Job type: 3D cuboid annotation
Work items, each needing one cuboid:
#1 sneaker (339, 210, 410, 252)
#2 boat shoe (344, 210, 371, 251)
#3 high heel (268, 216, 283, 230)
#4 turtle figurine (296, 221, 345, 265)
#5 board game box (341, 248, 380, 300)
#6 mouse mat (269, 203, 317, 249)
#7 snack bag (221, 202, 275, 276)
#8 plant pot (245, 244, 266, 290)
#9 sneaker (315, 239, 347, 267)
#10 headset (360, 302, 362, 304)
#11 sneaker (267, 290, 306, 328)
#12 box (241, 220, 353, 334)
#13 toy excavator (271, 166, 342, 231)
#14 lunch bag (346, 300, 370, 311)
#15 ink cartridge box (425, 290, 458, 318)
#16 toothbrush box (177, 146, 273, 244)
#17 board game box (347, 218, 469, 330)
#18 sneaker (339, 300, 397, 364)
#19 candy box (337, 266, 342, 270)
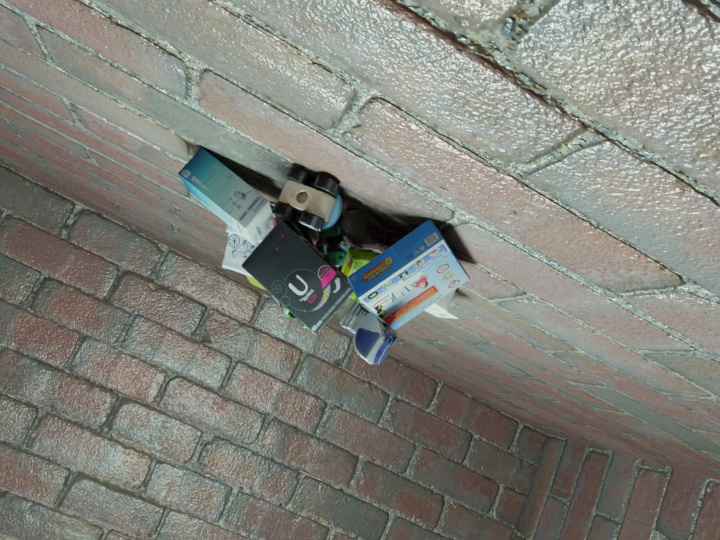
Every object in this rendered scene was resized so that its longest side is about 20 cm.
[{"bbox_3d":[0.061,-0.072,1.227,0.198,0.077,0.115,21,167,-39],"label":"sneaker"},{"bbox_3d":[-0.003,-0.068,1.348,0.073,0.066,0.200,21,167,19],"label":"boat shoe"},{"bbox_3d":[-0.171,-0.045,1.380,0.097,0.067,0.200,58,158,13],"label":"high heel"},{"bbox_3d":[-0.089,-0.078,1.403,0.151,0.100,0.200,63,168,-19],"label":"turtle figurine"},{"bbox_3d":[0.055,0.018,1.354,0.197,0.103,0.048,8,-153,-23],"label":"board game box"},{"bbox_3d":[-0.134,-0.068,1.348,0.200,0.008,0.162,37,163,52],"label":"mouse mat"},{"bbox_3d":[-0.271,-0.080,1.526,0.186,0.203,0.021,17,-175,29],"label":"snack bag"},{"bbox_3d":[-0.171,-0.006,1.564,0.199,0.189,0.187,27,173,40],"label":"plant pot"},{"bbox_3d":[-0.041,-0.020,1.559,0.198,0.090,0.079,25,169,25],"label":"sneaker"},{"bbox_3d":[0.032,0.068,1.473,0.197,0.095,0.124,8,152,29],"label":"headset"},{"bbox_3d":[-0.173,0.056,1.439,0.199,0.085,0.078,39,122,-5],"label":"sneaker"},{"bbox_3d":[-0.121,0.010,1.206,0.200,0.122,0.106,42,-177,-4],"label":"box"},{"bbox_3d":[-0.112,-0.134,1.250,0.192,0.101,0.200,21,176,22],"label":"toy excavator"},{"bbox_3d":[0.049,0.067,1.691,0.162,0.119,0.200,26,172,-4],"label":"lunch bag"},{"bbox_3d":[0.157,0.047,1.514,0.198,0.068,0.117,31,167,-21],"label":"ink cartridge box"},{"bbox_3d":[-0.301,-0.165,1.374,0.199,0.086,0.147,39,169,6],"label":"toothbrush box"},{"bbox_3d":[0.102,0.015,1.208,0.056,0.199,0.196,61,-171,32],"label":"board game box"},{"bbox_3d":[0.037,0.139,1.276,0.115,0.081,0.199,34,-174,-24],"label":"sneaker"},{"bbox_3d":[0.000,0.000,1.414,0.197,0.027,0.102,-12,-168,-12],"label":"candy box"}]
